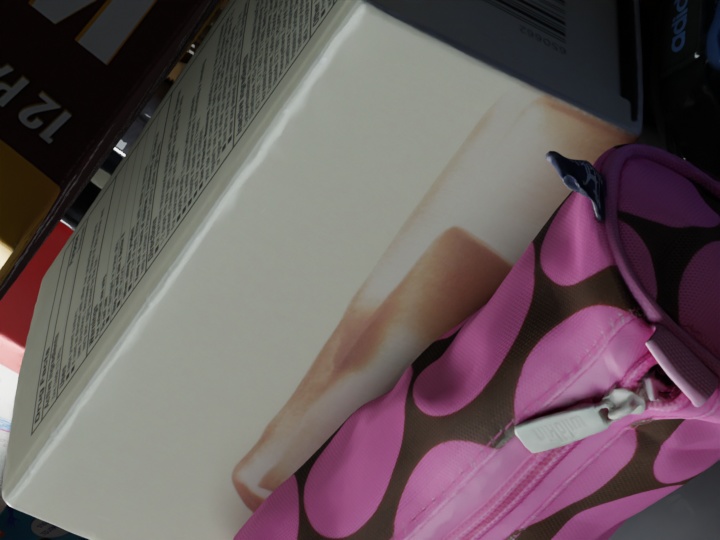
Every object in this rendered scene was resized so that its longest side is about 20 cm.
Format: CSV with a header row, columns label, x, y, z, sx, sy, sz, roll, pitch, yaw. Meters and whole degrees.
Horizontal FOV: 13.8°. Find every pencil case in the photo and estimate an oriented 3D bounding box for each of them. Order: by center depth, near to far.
label,x,y,z,sx,sy,sz,roll,pitch,yaw
pencil case,0.029,0.056,0.745,0.091,0.094,0.200,34,124,-11

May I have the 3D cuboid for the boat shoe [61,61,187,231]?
label,x,y,z,sx,sy,sz,roll,pitch,yaw
boat shoe,-0.107,-0.051,0.976,0.199,0.063,0.073,28,148,10

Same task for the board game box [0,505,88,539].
label,x,y,z,sx,sy,sz,roll,pitch,yaw
board game box,-0.120,0.134,1.168,0.199,0.152,0.045,24,112,19

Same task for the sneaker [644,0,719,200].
label,x,y,z,sx,sy,sz,roll,pitch,yaw
sneaker,0.102,-0.074,0.725,0.111,0.077,0.200,-11,134,39

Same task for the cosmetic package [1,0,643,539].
label,x,y,z,sx,sy,sz,roll,pitch,yaw
cosmetic package,-0.013,-0.015,0.811,0.087,0.104,0.200,25,128,-18

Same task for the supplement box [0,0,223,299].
label,x,y,z,sx,sy,sz,roll,pitch,yaw
supplement box,-0.118,-0.078,0.813,0.133,0.200,0.197,36,150,-4

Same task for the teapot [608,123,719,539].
label,x,y,z,sx,sy,sz,roll,pitch,yaw
teapot,0.112,0.077,0.873,0.200,0.146,0.198,41,-172,-49

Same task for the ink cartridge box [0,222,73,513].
label,x,y,z,sx,sy,sz,roll,pitch,yaw
ink cartridge box,-0.158,0.004,1.099,0.116,0.067,0.200,31,149,5
